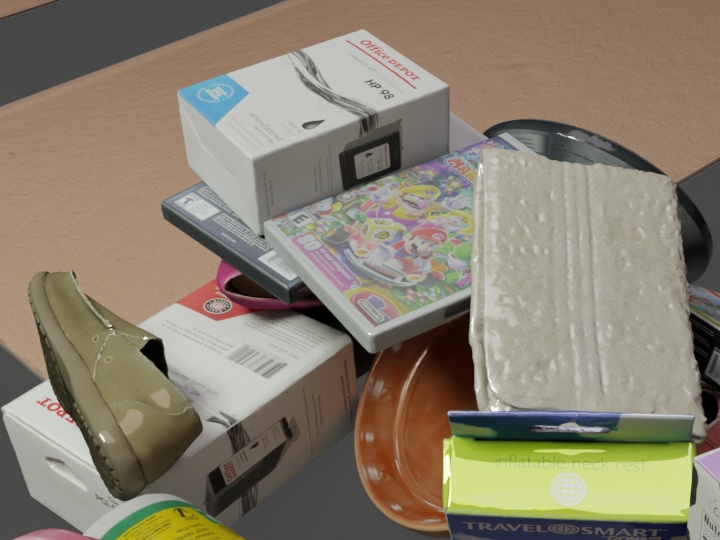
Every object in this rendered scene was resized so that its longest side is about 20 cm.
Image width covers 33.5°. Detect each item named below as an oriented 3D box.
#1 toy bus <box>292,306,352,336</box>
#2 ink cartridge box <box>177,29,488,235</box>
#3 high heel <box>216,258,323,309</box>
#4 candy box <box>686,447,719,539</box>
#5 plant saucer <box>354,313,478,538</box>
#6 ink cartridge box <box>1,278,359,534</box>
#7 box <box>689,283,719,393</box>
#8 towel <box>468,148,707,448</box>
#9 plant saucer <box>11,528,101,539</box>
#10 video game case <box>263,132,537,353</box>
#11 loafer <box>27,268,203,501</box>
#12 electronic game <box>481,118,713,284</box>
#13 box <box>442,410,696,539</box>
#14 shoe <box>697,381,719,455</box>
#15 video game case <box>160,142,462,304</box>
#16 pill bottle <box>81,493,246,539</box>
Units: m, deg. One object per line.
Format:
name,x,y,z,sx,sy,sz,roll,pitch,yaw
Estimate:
toy bus,0.020,-0.029,0.992,0.200,0.136,0.192,4,18,12
ink cartridge box,-0.016,-0.110,0.864,0.200,0.067,0.116,-23,42,-24
high heel,0.000,0.000,0.848,0.200,0.068,0.096,6,16,4
candy box,0.241,0.155,0.572,0.167,0.200,0.072,-17,34,-17
plant saucer,0.079,0.080,0.786,0.200,0.032,0.201,-32,40,31
ink cartridge box,-0.120,0.102,0.831,0.147,0.083,0.200,22,41,38
box,0.248,0.047,0.810,0.110,0.035,0.200,15,12,-17
towel,0.133,0.016,0.714,0.132,0.035,0.200,9,56,-6
plant saucer,-0.108,0.212,0.555,0.200,0.201,0.051,24,29,39
video game case,0.056,-0.025,0.788,0.200,0.018,0.143,-22,40,-22
loafer,-0.157,0.064,0.755,0.067,0.076,0.200,-18,43,-20
electronic game,0.175,-0.047,0.923,0.200,0.200,0.042,19,68,34
box,0.110,0.135,0.632,0.122,0.200,0.048,-1,60,10
shoe,0.234,0.112,0.744,0.200,0.091,0.072,-12,32,-8
video game case,-0.022,-0.057,0.865,0.200,0.019,0.143,-31,45,-32
pill bottle,-0.063,0.207,0.627,0.200,0.113,0.113,23,43,39
